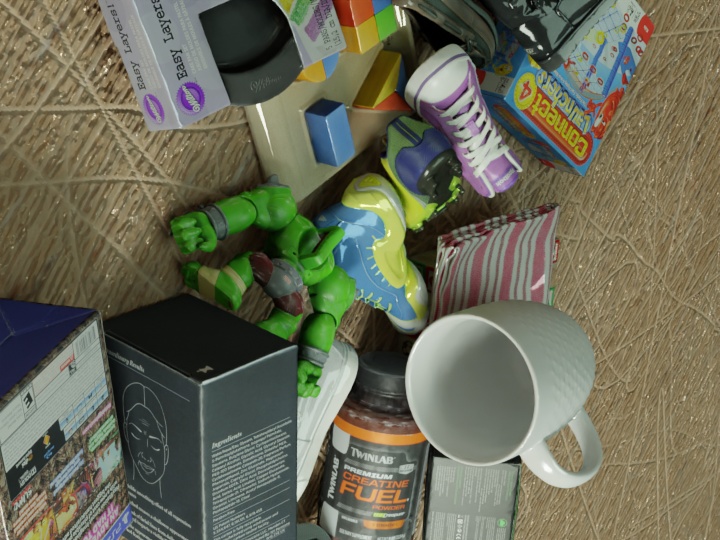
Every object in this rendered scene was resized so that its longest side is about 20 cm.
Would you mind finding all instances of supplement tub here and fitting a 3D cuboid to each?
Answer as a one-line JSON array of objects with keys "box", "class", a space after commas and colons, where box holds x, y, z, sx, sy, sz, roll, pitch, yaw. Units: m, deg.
[{"box": [0.017, 0.188, 1.309, 0.107, 0.107, 0.201, -8, 112, -45], "class": "supplement tub"}]

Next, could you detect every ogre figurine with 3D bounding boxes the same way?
[{"box": [-0.072, 0.007, 1.131, 0.200, 0.098, 0.120, 45, 62, -4], "class": "ogre figurine"}]

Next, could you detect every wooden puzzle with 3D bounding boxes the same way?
[{"box": [-0.017, -0.179, 1.156, 0.200, 0.046, 0.186, -38, 131, -31], "class": "wooden puzzle"}]

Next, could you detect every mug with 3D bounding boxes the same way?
[{"box": [0.166, 0.123, 1.253, 0.148, 0.200, 0.175, -42, 162, 33], "class": "mug"}]

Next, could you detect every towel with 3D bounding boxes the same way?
[{"box": [0.146, 0.016, 1.340, 0.200, 0.030, 0.147, -18, 120, -42], "class": "towel"}]

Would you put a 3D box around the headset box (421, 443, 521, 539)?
[{"box": [0.117, 0.225, 1.375, 0.200, 0.092, 0.175, -79, 174, -67], "class": "headset box"}]

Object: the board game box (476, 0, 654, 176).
[{"box": [0.223, -0.233, 1.386, 0.200, 0.056, 0.196, 31, 83, -49], "class": "board game box"}]

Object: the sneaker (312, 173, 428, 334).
[{"box": [0.000, 0.000, 1.250, 0.105, 0.076, 0.200, -29, 129, -14], "class": "sneaker"}]

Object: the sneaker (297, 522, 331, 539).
[{"box": [-0.116, 0.300, 1.242, 0.200, 0.073, 0.071, 2, 129, -38], "class": "sneaker"}]

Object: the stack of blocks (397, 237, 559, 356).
[{"box": [0.133, 0.029, 1.401, 0.200, 0.058, 0.116, -16, 118, -43], "class": "stack of blocks"}]

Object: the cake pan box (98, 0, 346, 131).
[{"box": [-0.115, -0.227, 0.991, 0.184, 0.052, 0.201, -30, 112, -33], "class": "cake pan box"}]

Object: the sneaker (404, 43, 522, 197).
[{"box": [0.110, -0.135, 1.208, 0.073, 0.114, 0.200, -41, 160, -1], "class": "sneaker"}]

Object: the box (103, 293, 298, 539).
[{"box": [-0.140, 0.143, 1.085, 0.107, 0.148, 0.201, -20, 121, -41], "class": "box"}]

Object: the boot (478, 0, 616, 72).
[{"box": [0.167, -0.320, 1.239, 0.200, 0.066, 0.165, 41, 77, -25], "class": "boot"}]

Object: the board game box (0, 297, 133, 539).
[{"box": [-0.260, 0.147, 0.950, 0.159, 0.097, 0.201, -54, 145, -58], "class": "board game box"}]

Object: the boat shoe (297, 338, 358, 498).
[{"box": [-0.072, 0.154, 1.231, 0.068, 0.072, 0.200, 28, 92, -28], "class": "boat shoe"}]

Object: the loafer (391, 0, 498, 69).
[{"box": [0.073, -0.233, 1.195, 0.200, 0.072, 0.063, 40, 66, -59], "class": "loafer"}]

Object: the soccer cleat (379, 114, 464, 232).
[{"box": [0.054, -0.095, 1.225, 0.065, 0.084, 0.200, -42, 170, -9], "class": "soccer cleat"}]
